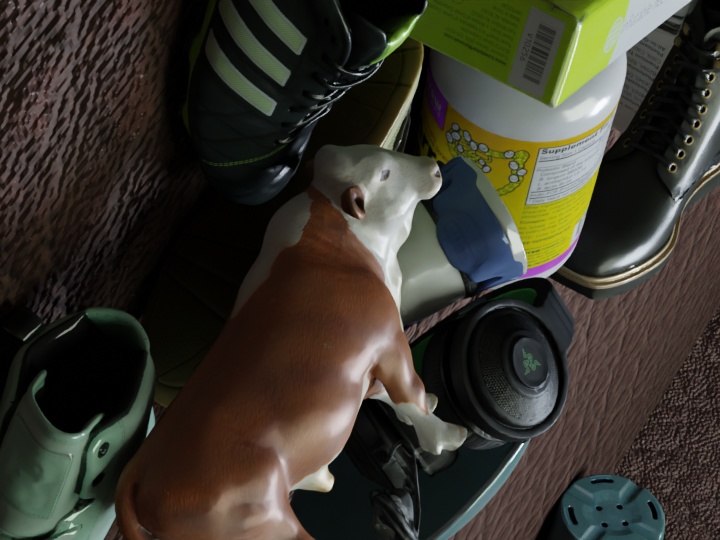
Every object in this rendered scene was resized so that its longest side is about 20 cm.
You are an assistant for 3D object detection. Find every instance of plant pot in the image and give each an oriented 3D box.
[{"bbox_3d":[0.338,0.405,2.391,0.200,0.199,0.198,-43,149,-43],"label":"plant pot"}]

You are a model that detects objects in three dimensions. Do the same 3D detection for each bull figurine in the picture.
[{"bbox_3d":[-0.018,0.046,0.673,0.065,0.122,0.201,-6,-138,55],"label":"bull figurine"}]

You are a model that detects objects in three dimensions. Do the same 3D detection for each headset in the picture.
[{"bbox_3d":[0.045,0.075,0.812,0.123,0.094,0.200,-30,-170,27],"label":"headset"}]

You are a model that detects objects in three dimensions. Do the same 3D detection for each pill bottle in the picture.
[{"bbox_3d":[0.083,-0.086,0.914,0.104,0.104,0.201,-48,160,-31],"label":"pill bottle"}]

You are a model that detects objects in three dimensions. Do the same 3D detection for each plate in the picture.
[{"bbox_3d":[0.035,0.099,0.902,0.200,0.026,0.201,-38,-162,14],"label":"plate"}]

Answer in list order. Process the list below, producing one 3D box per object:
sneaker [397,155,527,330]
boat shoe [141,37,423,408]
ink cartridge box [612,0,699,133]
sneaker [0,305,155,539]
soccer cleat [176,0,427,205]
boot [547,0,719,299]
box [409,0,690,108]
[{"bbox_3d":[0.000,0.000,0.857,0.114,0.081,0.199,-26,-179,-11],"label":"sneaker"},{"bbox_3d":[-0.027,-0.020,0.760,0.201,0.073,0.065,-57,158,-7],"label":"boat shoe"},{"bbox_3d":[0.205,-0.206,1.093,0.146,0.084,0.201,-44,159,-38],"label":"ink cartridge box"},{"bbox_3d":[-0.141,0.100,0.628,0.201,0.073,0.119,-60,173,-32],"label":"sneaker"},{"bbox_3d":[-0.021,-0.088,0.643,0.068,0.081,0.201,-46,159,-37],"label":"soccer cleat"},{"bbox_3d":[0.179,-0.088,1.020,0.200,0.077,0.139,-48,157,-38],"label":"boot"},{"bbox_3d":[0.082,-0.147,0.770,0.200,0.121,0.048,-37,150,-51],"label":"box"}]
